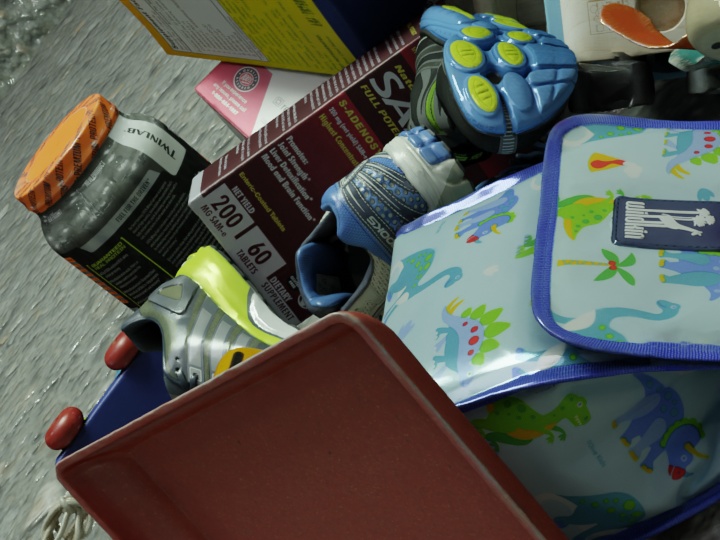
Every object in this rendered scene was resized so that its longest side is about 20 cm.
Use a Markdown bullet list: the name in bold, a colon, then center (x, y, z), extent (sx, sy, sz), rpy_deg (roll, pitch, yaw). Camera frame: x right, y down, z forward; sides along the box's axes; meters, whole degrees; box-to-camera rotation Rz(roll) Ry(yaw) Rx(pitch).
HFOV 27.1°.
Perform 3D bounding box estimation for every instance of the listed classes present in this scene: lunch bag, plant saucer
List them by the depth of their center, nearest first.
- **plant saucer**: center (-0.001, 0.114, 0.611), extent (0.199, 0.200, 0.037), rpy_deg (-29, 17, 41)
- **lunch bag**: center (0.106, 0.024, 0.650), extent (0.200, 0.128, 0.170), rpy_deg (-23, 30, 27)

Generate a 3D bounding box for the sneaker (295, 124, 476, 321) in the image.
- **sneaker**: center (0.000, 0.000, 0.818), extent (0.085, 0.077, 0.200), rpy_deg (-26, -27, -20)

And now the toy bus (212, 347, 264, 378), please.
- **toy bus**: center (-0.055, 0.132, 0.759), extent (0.065, 0.078, 0.200), rpy_deg (-79, -4, -49)

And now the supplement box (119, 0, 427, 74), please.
- **supplement box**: center (-0.063, -0.210, 0.998), extent (0.200, 0.109, 0.110), rpy_deg (12, 69, 33)

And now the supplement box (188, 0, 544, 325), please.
- **supplement box**: center (0.003, -0.066, 0.937), extent (0.200, 0.109, 0.061), rpy_deg (-36, 17, 8)

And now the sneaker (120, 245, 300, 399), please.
- **sneaker**: center (-0.070, 0.066, 0.892), extent (0.081, 0.074, 0.200), rpy_deg (-36, 46, -15)

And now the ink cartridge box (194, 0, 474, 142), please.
- **ink cartridge box**: center (0.007, -0.144, 1.048), extent (0.200, 0.084, 0.145), rpy_deg (-46, 53, -2)

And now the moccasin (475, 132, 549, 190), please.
- **moccasin**: center (0.091, -0.038, 0.820), extent (0.200, 0.080, 0.068), rpy_deg (-14, 38, 55)

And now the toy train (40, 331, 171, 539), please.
- **toy train**: center (-0.197, 0.135, 1.105), extent (0.200, 0.085, 0.116), rpy_deg (-54, 12, -9)

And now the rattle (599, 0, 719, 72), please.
- **rattle**: center (0.198, -0.073, 0.647), extent (0.200, 0.130, 0.143), rpy_deg (-10, 85, 34)

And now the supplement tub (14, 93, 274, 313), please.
- **supplement tub**: center (-0.146, -0.030, 1.098), extent (0.122, 0.200, 0.123), rpy_deg (-40, 25, 22)

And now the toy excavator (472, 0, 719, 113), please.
- **toy excavator**: center (0.146, -0.149, 0.852), extent (0.194, 0.100, 0.200), rpy_deg (-5, 10, 18)

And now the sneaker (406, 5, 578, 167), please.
- **sneaker**: center (0.066, -0.091, 0.796), extent (0.200, 0.071, 0.083), rpy_deg (-111, 27, -73)
